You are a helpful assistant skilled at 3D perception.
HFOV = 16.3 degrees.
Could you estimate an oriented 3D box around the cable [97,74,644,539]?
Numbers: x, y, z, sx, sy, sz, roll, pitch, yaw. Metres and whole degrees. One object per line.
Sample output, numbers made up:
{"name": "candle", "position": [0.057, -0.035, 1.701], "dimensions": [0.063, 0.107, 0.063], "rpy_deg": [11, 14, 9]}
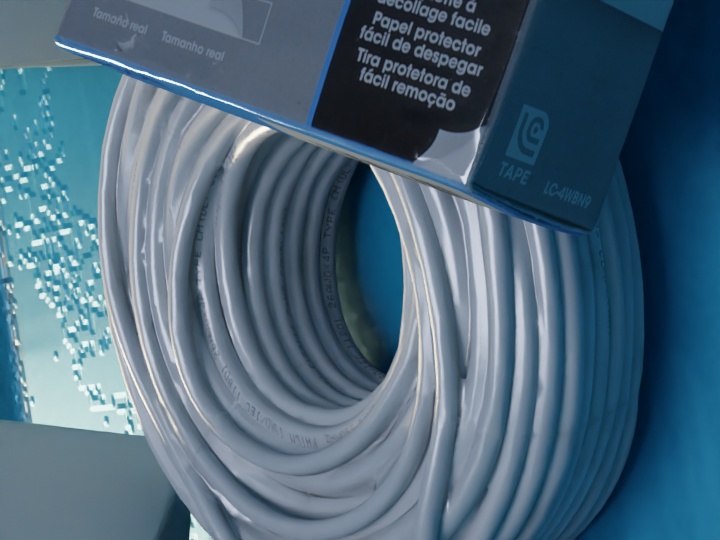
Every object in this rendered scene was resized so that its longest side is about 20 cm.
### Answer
{"name": "cable", "position": [0.000, 0.000, 0.727], "dimensions": [0.200, 0.069, 0.201], "rpy_deg": [46, 129, 36]}

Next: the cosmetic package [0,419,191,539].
{"name": "cosmetic package", "position": [-0.104, 0.135, 0.782], "dimensions": [0.200, 0.080, 0.114], "rpy_deg": [-78, -7, -73]}

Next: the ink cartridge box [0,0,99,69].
{"name": "ink cartridge box", "position": [-0.142, -0.168, 0.855], "dimensions": [0.145, 0.087, 0.202], "rpy_deg": [6, 103, 49]}

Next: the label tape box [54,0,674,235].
{"name": "label tape box", "position": [0.020, -0.127, 0.624], "dimensions": [0.143, 0.066, 0.201], "rpy_deg": [21, 95, 37]}
